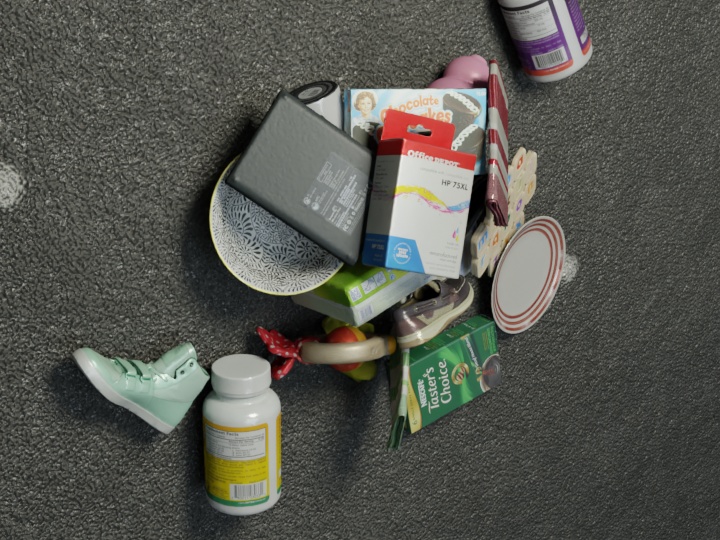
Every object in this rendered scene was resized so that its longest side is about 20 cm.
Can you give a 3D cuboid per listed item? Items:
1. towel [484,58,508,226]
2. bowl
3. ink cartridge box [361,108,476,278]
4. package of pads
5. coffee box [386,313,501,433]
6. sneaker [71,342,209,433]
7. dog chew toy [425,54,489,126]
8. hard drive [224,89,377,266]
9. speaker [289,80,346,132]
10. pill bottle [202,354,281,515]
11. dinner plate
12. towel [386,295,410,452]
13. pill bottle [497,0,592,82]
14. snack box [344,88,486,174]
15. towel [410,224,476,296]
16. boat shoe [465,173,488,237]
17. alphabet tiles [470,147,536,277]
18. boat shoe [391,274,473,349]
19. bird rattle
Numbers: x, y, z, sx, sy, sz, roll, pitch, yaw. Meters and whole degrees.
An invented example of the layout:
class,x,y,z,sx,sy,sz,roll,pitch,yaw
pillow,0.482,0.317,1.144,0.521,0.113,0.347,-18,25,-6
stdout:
class,x,y,z,sx,sy,sz,roll,pitch,yaw
towel,0.192,-0.176,1.535,0.144,0.022,0.204,45,45,-72
bowl,-0.108,-0.071,1.458,0.197,0.094,0.205,0,92,-12
ink cartridge box,0.078,-0.099,1.390,0.114,0.067,0.204,8,91,-28
package of pads,0.000,0.000,1.507,0.153,0.199,0.069,-31,114,-22
coffee box,0.139,0.166,1.758,0.198,0.044,0.125,-23,118,-27
sneaker,-0.284,0.123,1.429,0.119,0.074,0.200,-49,136,-3
dog chew toy,0.132,-0.221,1.580,0.124,0.124,0.203,34,78,-37
hard drive,-0.057,-0.119,1.404,0.198,0.033,0.141,33,84,-12
speaker,-0.041,-0.154,1.503,0.080,0.081,0.203,-30,121,-23
pill bottle,-0.166,0.228,1.524,0.111,0.112,0.204,-11,112,-31
dinner plate,0.273,0.006,1.794,0.198,0.024,0.204,-22,122,-40
towel,0.055,0.146,1.592,0.023,0.203,0.153,5,151,-1
pill bottle,0.266,-0.394,1.616,0.111,0.111,0.202,-39,124,-17
snack box,0.075,-0.187,1.473,0.196,0.037,0.119,-4,99,-17
towel,0.124,-0.039,1.648,0.199,0.023,0.150,-36,126,-48
boat shoe,0.139,-0.072,1.590,0.202,0.056,0.067,-62,143,-28
alphabet tiles,0.224,-0.089,1.693,0.201,0.014,0.197,-54,154,-27
boat shoe,0.103,0.044,1.551,0.200,0.071,0.066,-39,112,-51
bird rattle,-0.042,0.104,1.550,0.198,0.161,0.115,5,85,-45
